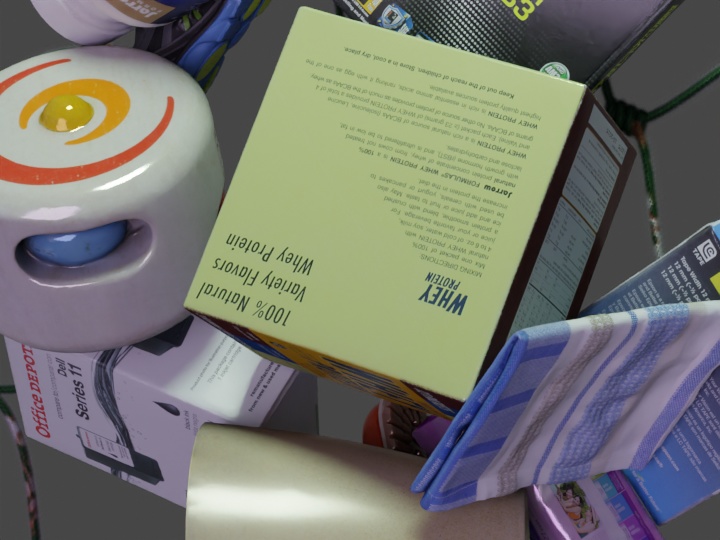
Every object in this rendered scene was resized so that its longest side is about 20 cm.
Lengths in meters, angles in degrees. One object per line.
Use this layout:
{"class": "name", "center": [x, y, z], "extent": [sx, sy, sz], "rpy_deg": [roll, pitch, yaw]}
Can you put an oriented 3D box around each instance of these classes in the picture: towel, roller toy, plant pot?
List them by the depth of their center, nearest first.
{"class": "towel", "center": [0.133, 0.079, 1.511], "extent": [0.024, 0.199, 0.147], "rpy_deg": [53, 130, 30]}
{"class": "plant pot", "center": [0.005, 0.183, 1.568], "extent": [0.199, 0.187, 0.188], "rpy_deg": [-3, 97, 6]}
{"class": "roller toy", "center": [-0.175, -0.053, 1.629], "extent": [0.182, 0.200, 0.140], "rpy_deg": [22, 138, 32]}

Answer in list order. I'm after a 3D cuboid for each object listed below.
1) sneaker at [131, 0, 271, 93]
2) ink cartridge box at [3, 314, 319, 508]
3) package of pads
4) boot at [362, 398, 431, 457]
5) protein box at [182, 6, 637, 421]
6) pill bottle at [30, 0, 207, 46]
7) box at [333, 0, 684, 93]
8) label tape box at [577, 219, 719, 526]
{"class": "sneaker", "center": [-0.112, -0.183, 1.713], "extent": [0.083, 0.071, 0.200], "rpy_deg": [42, 111, 9]}
{"class": "ink cartridge box", "center": [-0.133, 0.081, 1.719], "extent": [0.199, 0.083, 0.147], "rpy_deg": [22, 147, 17]}
{"class": "package of pads", "center": [0.126, 0.160, 1.648], "extent": [0.200, 0.076, 0.120], "rpy_deg": [58, 152, 5]}
{"class": "boot", "center": [0.014, 0.183, 1.723], "extent": [0.107, 0.075, 0.201], "rpy_deg": [-7, 94, 30]}
{"class": "protein box", "center": [0.033, -0.026, 1.562], "extent": [0.198, 0.135, 0.201], "rpy_deg": [17, 81, 24]}
{"class": "pill bottle", "center": [-0.121, -0.223, 1.617], "extent": [0.200, 0.116, 0.116], "rpy_deg": [-26, 88, 40]}
{"class": "box", "center": [0.093, -0.197, 1.644], "extent": [0.200, 0.047, 0.193], "rpy_deg": [48, 115, 8]}
{"class": "label tape box", "center": [0.229, 0.051, 1.594], "extent": [0.200, 0.066, 0.144], "rpy_deg": [-37, 83, 37]}
